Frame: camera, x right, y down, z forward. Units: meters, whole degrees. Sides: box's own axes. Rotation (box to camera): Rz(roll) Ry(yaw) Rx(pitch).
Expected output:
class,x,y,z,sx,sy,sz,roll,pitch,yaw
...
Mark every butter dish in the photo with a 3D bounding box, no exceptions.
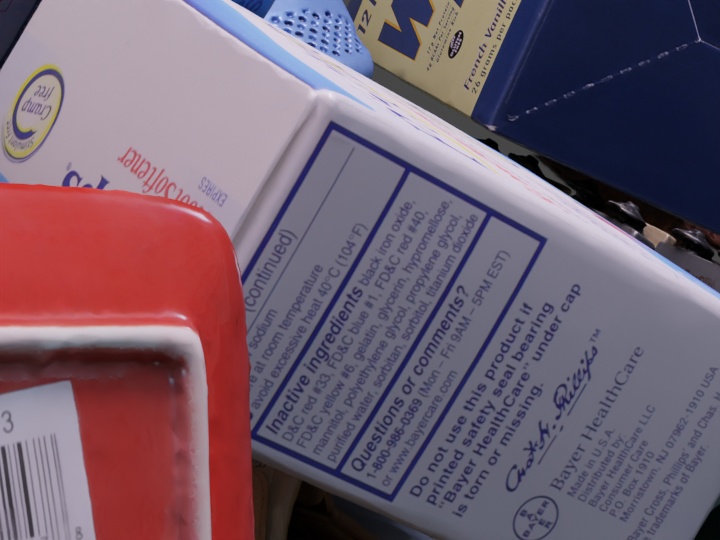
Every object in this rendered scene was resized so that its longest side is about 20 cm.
class,x,y,z,sx,sy,sz,roll,pitch,yaw
butter dish,-0.132,0.081,0.701,0.200,0.148,0.200,1,86,-46

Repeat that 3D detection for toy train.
class,x,y,z,sx,sy,sz,roll,pitch,yaw
toy train,0.096,-0.012,1.124,0.046,0.034,0.200,36,-5,-38

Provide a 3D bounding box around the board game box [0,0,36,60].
class,x,y,z,sx,sy,sz,roll,pitch,yaw
board game box,-0.161,-0.169,0.989,0.041,0.200,0.200,6,39,-44

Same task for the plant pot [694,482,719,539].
class,x,y,z,sx,sy,sz,roll,pitch,yaw
plant pot,0.189,0.077,0.973,0.200,0.201,0.161,27,33,-15

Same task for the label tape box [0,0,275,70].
class,x,y,z,sx,sy,sz,roll,pitch,yaw
label tape box,-0.119,-0.123,1.020,0.063,0.144,0.200,7,39,-42

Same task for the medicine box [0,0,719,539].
class,x,y,z,sx,sy,sz,roll,pitch,yaw
medicine box,0.000,0.000,0.886,0.200,0.103,0.182,28,6,-34

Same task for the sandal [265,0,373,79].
class,x,y,z,sx,sy,sz,roll,pitch,yaw
sandal,-0.055,-0.147,1.197,0.079,0.087,0.200,1,44,-50

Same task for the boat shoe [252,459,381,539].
class,x,y,z,sx,sy,sz,roll,pitch,yaw
boat shoe,-0.032,0.082,0.874,0.200,0.069,0.074,36,27,2

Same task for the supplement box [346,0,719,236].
class,x,y,z,sx,sy,sz,roll,pitch,yaw
supplement box,0.127,-0.102,1.204,0.200,0.135,0.200,23,6,-22

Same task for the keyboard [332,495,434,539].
class,x,y,z,sx,sy,sz,roll,pitch,yaw
keyboard,-0.036,0.063,0.969,0.200,0.011,0.056,25,24,-19
